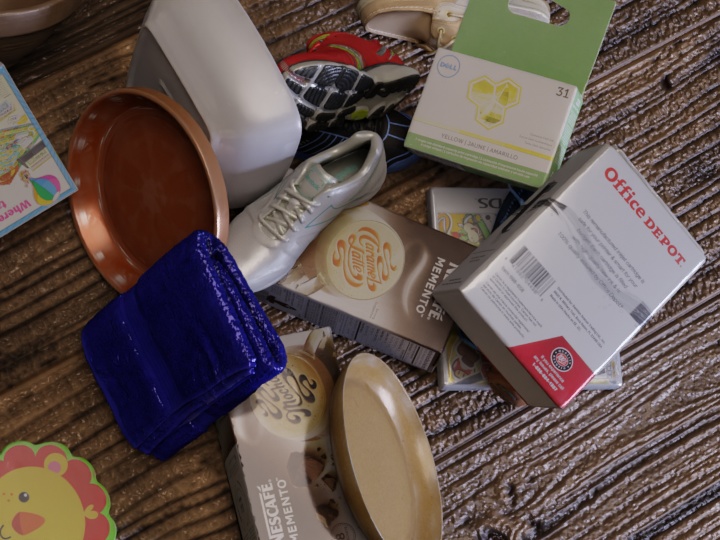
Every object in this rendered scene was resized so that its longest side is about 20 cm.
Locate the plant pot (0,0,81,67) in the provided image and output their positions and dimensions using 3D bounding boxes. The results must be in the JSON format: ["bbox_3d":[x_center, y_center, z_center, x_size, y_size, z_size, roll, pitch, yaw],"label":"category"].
[{"bbox_3d":[-0.354,-0.246,1.697,0.200,0.093,0.201,6,38,-5],"label":"plant pot"}]

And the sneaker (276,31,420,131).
[{"bbox_3d":[-0.029,-0.182,1.705,0.085,0.077,0.200,49,26,19],"label":"sneaker"}]

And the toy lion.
[{"bbox_3d":[-0.308,0.249,1.610,0.191,0.069,0.200,1,75,-21],"label":"toy lion"}]

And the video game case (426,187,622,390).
[{"bbox_3d":[0.159,0.017,1.798,0.182,0.023,0.200,0,75,-13],"label":"video game case"}]

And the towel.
[{"bbox_3d":[-0.163,0.069,1.621,0.050,0.200,0.148,-23,79,-49],"label":"towel"}]

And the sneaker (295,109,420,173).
[{"bbox_3d":[-0.028,-0.140,1.770,0.200,0.078,0.070,6,72,-12],"label":"sneaker"}]

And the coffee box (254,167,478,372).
[{"bbox_3d":[0.000,0.000,1.724,0.200,0.080,0.115,22,72,2],"label":"coffee box"}]

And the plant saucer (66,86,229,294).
[{"bbox_3d":[-0.188,-0.066,1.659,0.032,0.200,0.201,-18,78,-46],"label":"plant saucer"}]

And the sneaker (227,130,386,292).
[{"bbox_3d":[-0.057,-0.060,1.655,0.200,0.080,0.070,-43,80,-15],"label":"sneaker"}]

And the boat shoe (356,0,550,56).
[{"bbox_3d":[0.096,-0.238,1.828,0.200,0.074,0.069,2,68,-13],"label":"boat shoe"}]

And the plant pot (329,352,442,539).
[{"bbox_3d":[0.020,0.173,1.653,0.027,0.200,0.200,-18,77,21],"label":"plant pot"}]

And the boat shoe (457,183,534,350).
[{"bbox_3d":[0.159,-0.014,1.759,0.084,0.069,0.200,22,70,-7],"label":"boat shoe"}]

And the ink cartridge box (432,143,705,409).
[{"bbox_3d":[0.189,0.005,1.667,0.200,0.084,0.144,-43,100,-14],"label":"ink cartridge box"}]

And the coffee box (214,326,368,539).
[{"bbox_3d":[-0.064,0.164,1.674,0.113,0.080,0.200,-10,77,-16],"label":"coffee box"}]

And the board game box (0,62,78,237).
[{"bbox_3d":[-0.372,-0.078,1.649,0.200,0.034,0.135,-32,112,-10],"label":"board game box"}]

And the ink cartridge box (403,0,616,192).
[{"bbox_3d":[0.143,-0.186,1.755,0.145,0.048,0.200,18,87,17],"label":"ink cartridge box"}]

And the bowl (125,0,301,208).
[{"bbox_3d":[-0.144,-0.156,1.679,0.075,0.200,0.200,-26,78,-24],"label":"bowl"}]

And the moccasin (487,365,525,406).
[{"bbox_3d":[0.195,0.039,1.746,0.074,0.078,0.201,46,70,1],"label":"moccasin"}]
